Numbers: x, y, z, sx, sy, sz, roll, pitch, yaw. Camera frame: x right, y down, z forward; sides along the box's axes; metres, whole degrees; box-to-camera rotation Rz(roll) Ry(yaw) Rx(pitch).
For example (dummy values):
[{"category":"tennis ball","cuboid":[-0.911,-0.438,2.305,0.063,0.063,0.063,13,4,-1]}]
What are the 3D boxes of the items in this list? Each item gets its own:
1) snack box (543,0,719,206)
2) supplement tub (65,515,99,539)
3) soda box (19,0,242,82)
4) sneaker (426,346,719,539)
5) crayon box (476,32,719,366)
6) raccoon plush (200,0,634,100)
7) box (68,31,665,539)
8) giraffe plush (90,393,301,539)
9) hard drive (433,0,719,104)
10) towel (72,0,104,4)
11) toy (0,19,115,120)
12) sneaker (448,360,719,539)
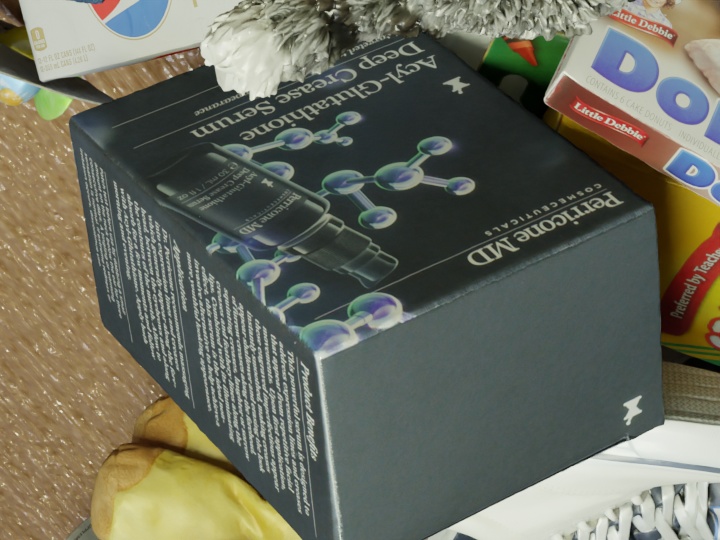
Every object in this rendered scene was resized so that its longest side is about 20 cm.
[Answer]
[{"category":"snack box","cuboid":[0.168,-0.043,1.054,0.199,0.072,0.024,30,146,-4]},{"category":"supplement tub","cuboid":[-0.087,0.205,1.451,0.123,0.122,0.200,48,177,-26]},{"category":"soda box","cuboid":[-0.051,-0.128,1.124,0.199,0.063,0.069,-9,97,41]},{"category":"sneaker","cuboid":[0.117,0.106,1.176,0.108,0.200,0.070,30,147,42]},{"category":"crayon box","cuboid":[0.129,-0.021,1.134,0.199,0.051,0.127,20,152,-3]},{"category":"raccoon plush","cuboid":[0.036,-0.146,0.969,0.097,0.199,0.135,32,143,38]},{"category":"box","cuboid":[0.000,0.000,1.083,0.200,0.148,0.108,41,147,45]},{"category":"giraffe plush","cuboid":[-0.004,0.103,1.340,0.200,0.173,0.162,41,122,0]},{"category":"hard drive","cuboid":[0.113,-0.105,1.098,0.199,0.027,0.132,-10,130,40]},{"category":"towel","cuboid":[-0.186,-0.167,1.083,0.199,0.049,0.112,13,143,20]},{"category":"toy","cuboid":[-0.210,-0.099,1.186,0.199,0.048,0.115,14,-165,-36]},{"category":"sneaker","cuboid":[0.079,0.077,1.128,0.198,0.073,0.071,2,108,12]}]
